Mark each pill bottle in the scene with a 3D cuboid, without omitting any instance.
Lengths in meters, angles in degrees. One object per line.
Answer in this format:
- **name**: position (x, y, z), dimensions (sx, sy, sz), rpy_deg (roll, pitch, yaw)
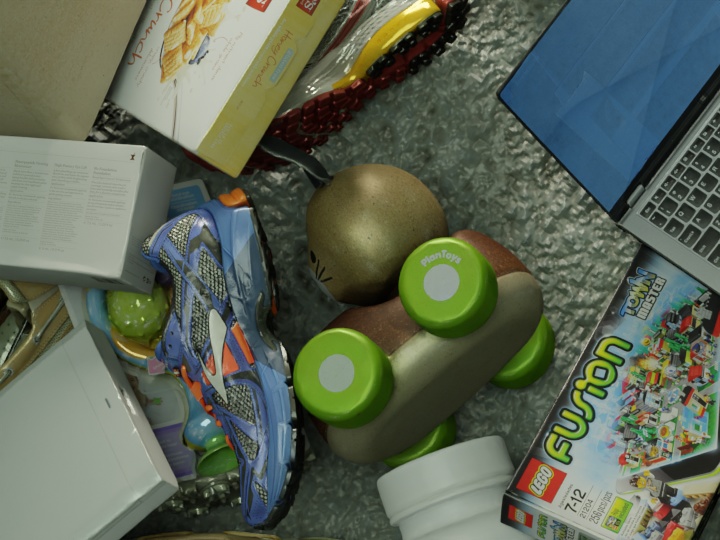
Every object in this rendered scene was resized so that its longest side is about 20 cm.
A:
- **pill bottle**: position (0.079, 0.206, 1.557), dimensions (0.110, 0.111, 0.201), rpy_deg (-21, 79, 10)

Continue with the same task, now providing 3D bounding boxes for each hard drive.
- **hard drive**: position (-0.209, 0.140, 1.556), dimensions (0.200, 0.026, 0.132), rpy_deg (-39, 51, 11)

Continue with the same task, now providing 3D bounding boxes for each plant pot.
- **plant pot**: position (-0.253, -0.214, 1.606), dimensions (0.199, 0.177, 0.201), rpy_deg (11, 71, 33)

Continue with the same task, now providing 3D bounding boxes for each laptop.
- **laptop**: position (0.220, -0.102, 1.547), dimensions (0.200, 0.116, 0.188), rpy_deg (36, 83, 21)

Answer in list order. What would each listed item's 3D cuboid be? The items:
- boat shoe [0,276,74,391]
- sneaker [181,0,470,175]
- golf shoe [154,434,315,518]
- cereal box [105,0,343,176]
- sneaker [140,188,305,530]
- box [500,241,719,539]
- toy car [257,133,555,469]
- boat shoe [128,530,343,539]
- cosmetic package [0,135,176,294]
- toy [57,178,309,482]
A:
- **boat shoe**: position (-0.205, 0.019, 1.647), dimensions (0.071, 0.076, 0.201), rpy_deg (12, 71, 33)
- **sneaker**: position (-0.031, -0.133, 1.652), dimensions (0.199, 0.078, 0.082), rpy_deg (-36, 72, -3)
- **golf shoe**: position (-0.130, 0.110, 1.640), dimensions (0.199, 0.078, 0.098), rpy_deg (-14, 74, 10)
- **cereal box**: position (-0.096, -0.152, 1.618), dimensions (0.144, 0.039, 0.200), rpy_deg (-59, 35, 0)
- **sneaker**: position (-0.079, 0.056, 1.542), dimensions (0.078, 0.075, 0.201), rpy_deg (-13, 75, 3)
- **box**: position (0.173, 0.085, 1.541), dimensions (0.109, 0.035, 0.201), rpy_deg (23, 58, 14)
- **toy car**: position (0.000, 0.000, 1.584), dimensions (0.158, 0.164, 0.200), rpy_deg (-40, 66, 4)
- **boat shoe**: position (-0.069, 0.198, 1.615), dimensions (0.198, 0.066, 0.075), rpy_deg (-1, 83, 13)
- **cosmetic package**: position (-0.215, -0.038, 1.600), dimensions (0.199, 0.051, 0.083), rpy_deg (6, 80, 24)
- **toy**: position (-0.113, 0.028, 1.603), dimensions (0.114, 0.047, 0.201), rpy_deg (-12, 66, -22)
